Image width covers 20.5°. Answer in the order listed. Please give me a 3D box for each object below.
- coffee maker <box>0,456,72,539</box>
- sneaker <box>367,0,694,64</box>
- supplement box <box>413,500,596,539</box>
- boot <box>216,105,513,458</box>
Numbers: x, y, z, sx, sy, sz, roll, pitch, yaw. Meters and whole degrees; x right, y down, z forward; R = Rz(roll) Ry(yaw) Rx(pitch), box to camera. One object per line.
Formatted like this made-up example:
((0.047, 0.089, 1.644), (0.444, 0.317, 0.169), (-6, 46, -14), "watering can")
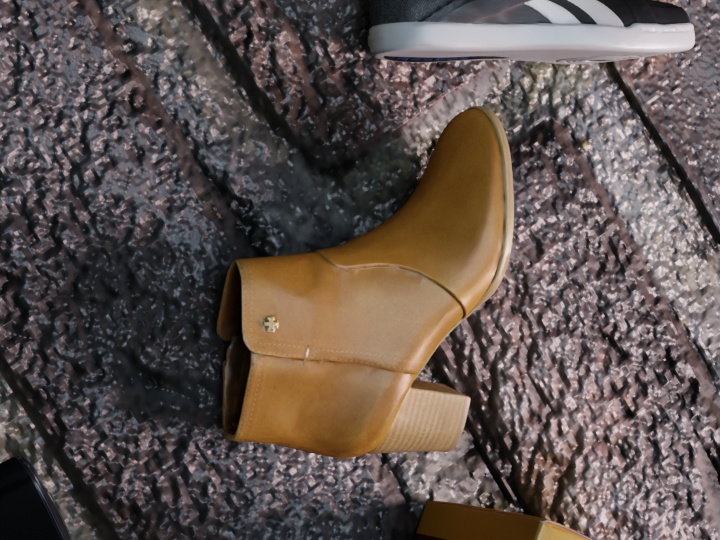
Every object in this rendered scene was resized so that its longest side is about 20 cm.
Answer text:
((-0.230, 0.164, 0.919), (0.200, 0.135, 0.193), (-23, 97, -24), "coffee maker")
((0.099, -0.175, 1.113), (0.199, 0.073, 0.112), (-2, 90, -23), "sneaker")
((0.112, 0.254, 1.072), (0.197, 0.133, 0.201), (25, 79, -22), "supplement box")
((0.000, 0.000, 1.063), (0.144, 0.071, 0.202), (10, 89, -27), "boot")
